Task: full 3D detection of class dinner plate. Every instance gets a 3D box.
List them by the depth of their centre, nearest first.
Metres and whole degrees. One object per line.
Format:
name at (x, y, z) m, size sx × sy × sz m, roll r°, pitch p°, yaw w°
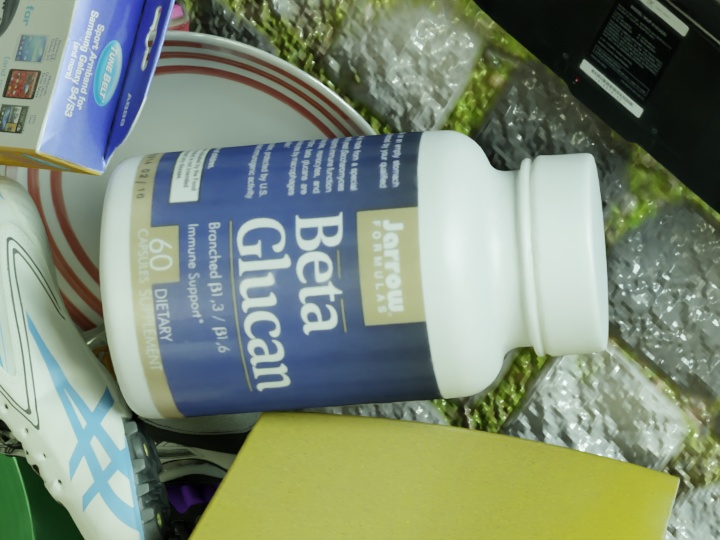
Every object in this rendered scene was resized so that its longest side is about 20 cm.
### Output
dinner plate at (-0.066, -0.025, 1.323) m, size 0.199 × 0.024 × 0.201 m, roll 10°, pitch 128°, yaw 13°

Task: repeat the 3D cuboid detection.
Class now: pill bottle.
pill bottle at (0.000, 0.000, 1.230) m, size 0.199 × 0.111 × 0.112 m, roll -5°, pitch 101°, yaw 8°

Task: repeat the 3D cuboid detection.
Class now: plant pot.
plant pot at (0.002, 0.171, 1.219) m, size 0.176 × 0.200 × 0.201 m, roll 24°, pitch 118°, yaw 3°

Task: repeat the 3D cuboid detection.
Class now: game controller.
game controller at (0.121, -0.102, 1.201) m, size 0.200 × 0.042 × 0.105 m, roll 43°, pitch 138°, yaw 20°

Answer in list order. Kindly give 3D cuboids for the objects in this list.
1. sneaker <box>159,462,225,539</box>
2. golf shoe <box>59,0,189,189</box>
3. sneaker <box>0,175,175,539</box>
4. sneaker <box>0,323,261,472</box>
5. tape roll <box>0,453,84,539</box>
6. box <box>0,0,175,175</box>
sneaker at (-0.045, 0.127, 1.336) m, size 0.200 × 0.099 × 0.070 m, roll -10°, pitch 99°, yaw 38°
golf shoe at (-0.154, -0.061, 1.383) m, size 0.199 × 0.073 × 0.092 m, roll -11°, pitch 97°, yaw 37°
sneaker at (-0.136, 0.056, 1.263) m, size 0.072 × 0.072 × 0.201 m, roll -28°, pitch 74°, yaw -3°
sneaker at (-0.133, 0.069, 1.354) m, size 0.199 × 0.076 × 0.088 m, roll -6°, pitch 123°, yaw 24°
tape roll at (-0.224, 0.115, 1.497) m, size 0.200 × 0.048 × 0.201 m, roll 11°, pitch 109°, yaw 33°
box at (-0.151, -0.106, 1.282) m, size 0.200 × 0.041 × 0.120 m, roll 6°, pitch 81°, yaw 53°
